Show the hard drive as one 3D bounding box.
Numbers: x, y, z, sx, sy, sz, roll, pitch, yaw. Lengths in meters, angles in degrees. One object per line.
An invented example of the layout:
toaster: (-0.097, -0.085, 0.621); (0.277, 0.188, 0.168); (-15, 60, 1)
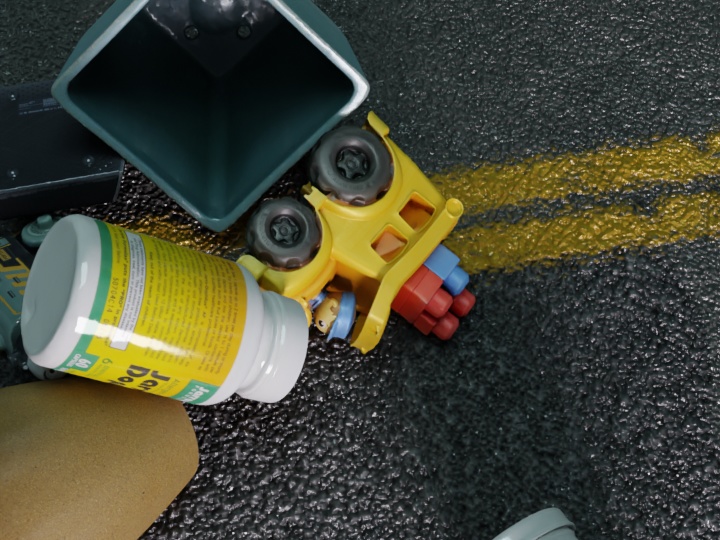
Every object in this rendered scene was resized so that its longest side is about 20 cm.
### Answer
hard drive: (-0.276, -0.113, 1.237); (0.133, 0.043, 0.201); (-10, 34, -8)

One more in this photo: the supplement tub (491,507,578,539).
supplement tub: (0.156, 0.288, 0.989); (0.139, 0.141, 0.201); (-29, 64, -18)

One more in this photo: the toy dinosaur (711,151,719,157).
toy dinosaur: (0.419, -0.104, 1.290); (0.197, 0.078, 0.103); (-4, 47, 1)

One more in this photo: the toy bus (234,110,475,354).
toy bus: (0.000, 0.000, 1.180); (0.192, 0.136, 0.200); (41, 66, 3)

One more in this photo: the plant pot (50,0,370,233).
plant pot: (-0.129, -0.200, 1.222); (0.195, 0.196, 0.201); (-40, 27, 19)

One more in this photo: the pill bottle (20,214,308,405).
pill bottle: (-0.143, 0.038, 1.039); (0.198, 0.113, 0.114); (18, 52, -32)

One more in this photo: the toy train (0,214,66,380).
toy train: (-0.263, 0.025, 1.142); (0.113, 0.086, 0.200); (-25, 37, -24)

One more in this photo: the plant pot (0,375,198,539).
plant pot: (-0.228, 0.157, 1.048); (0.199, 0.187, 0.187); (-25, 61, -33)
